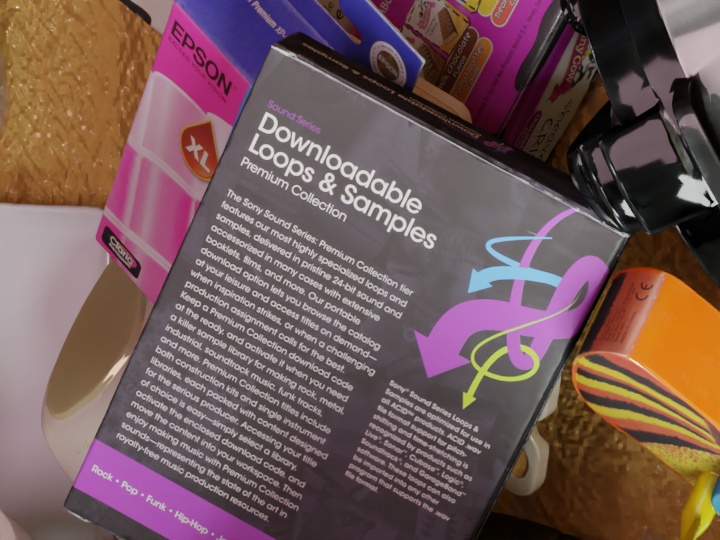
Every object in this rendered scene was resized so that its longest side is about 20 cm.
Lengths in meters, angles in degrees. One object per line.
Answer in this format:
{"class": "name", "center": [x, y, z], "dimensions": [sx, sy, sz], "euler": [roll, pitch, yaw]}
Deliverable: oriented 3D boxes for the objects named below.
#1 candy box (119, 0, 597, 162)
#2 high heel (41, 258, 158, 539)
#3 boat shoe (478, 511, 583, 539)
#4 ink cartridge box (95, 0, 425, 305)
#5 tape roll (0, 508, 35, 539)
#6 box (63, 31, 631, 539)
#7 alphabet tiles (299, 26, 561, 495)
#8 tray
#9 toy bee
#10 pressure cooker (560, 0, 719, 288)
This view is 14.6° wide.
{"class": "candy box", "center": [0.002, -0.120, 1.106], "dimensions": [0.200, 0.061, 0.137], "euler": [40, 117, 23]}
{"class": "high heel", "center": [-0.064, 0.083, 1.186], "dimensions": [0.071, 0.142, 0.201], "euler": [-23, 48, 42]}
{"class": "boat shoe", "center": [0.014, 0.129, 1.089], "dimensions": [0.199, 0.074, 0.067], "euler": [10, 105, 13]}
{"class": "ink cartridge box", "center": [-0.042, -0.044, 1.075], "dimensions": [0.095, 0.037, 0.200], "euler": [47, 142, 18]}
{"class": "tape roll", "center": [-0.193, 0.193, 1.165], "dimensions": [0.202, 0.203, 0.071], "euler": [-23, 124, 33]}
{"class": "box", "center": [-0.005, 0.034, 1.011], "dimensions": [0.143, 0.036, 0.200], "euler": [29, 112, 6]}
{"class": "alphabet tiles", "center": [0.000, 0.000, 1.095], "dimensions": [0.195, 0.015, 0.201], "euler": [34, 138, 29]}
{"class": "tray", "center": [-0.146, 0.069, 1.248], "dimensions": [0.107, 0.022, 0.201], "euler": [4, 97, 34]}
{"class": "toy bee", "center": [0.143, 0.076, 1.001], "dimensions": [0.200, 0.131, 0.109], "euler": [53, 155, -9]}
{"class": "pressure cooker", "center": [0.161, -0.078, 0.929], "dimensions": [0.200, 0.176, 0.179], "euler": [-26, 56, 22]}
